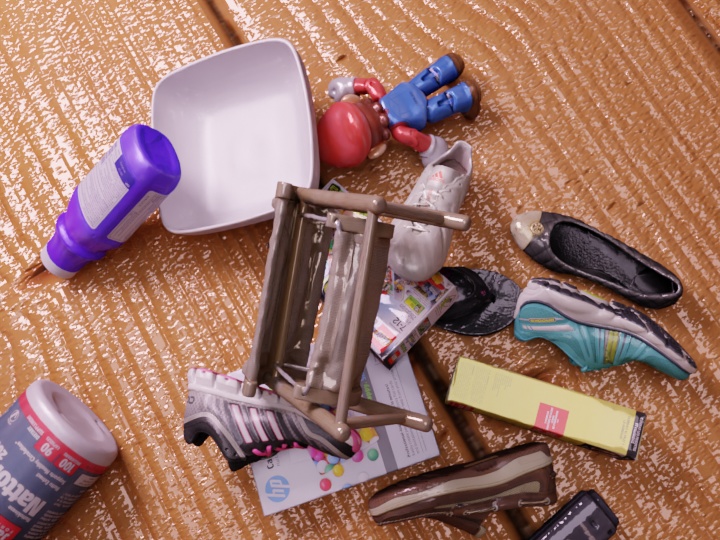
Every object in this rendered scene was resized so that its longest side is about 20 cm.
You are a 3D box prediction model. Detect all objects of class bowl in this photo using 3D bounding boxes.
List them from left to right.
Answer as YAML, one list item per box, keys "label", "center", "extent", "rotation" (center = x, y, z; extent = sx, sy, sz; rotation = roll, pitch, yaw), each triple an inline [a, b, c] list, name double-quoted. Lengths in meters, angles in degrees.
- label: "bowl"
  center: [-0.133, -0.143, 0.904]
  extent: [0.196, 0.074, 0.204]
  rotation: [-13, 76, 19]

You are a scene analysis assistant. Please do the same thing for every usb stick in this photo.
- label: "usb stick"
  center: [0.180, 0.308, 0.824]
  extent: [0.199, 0.033, 0.056]
  rotation: [-40, 77, -5]

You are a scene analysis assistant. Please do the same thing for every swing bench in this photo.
- label: "swing bench"
  center: [-0.025, 0.029, 0.746]
  extent: [0.198, 0.128, 0.203]
  rotation: [13, 94, 45]

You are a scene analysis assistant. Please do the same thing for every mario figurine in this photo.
- label: "mario figurine"
  center: [0.035, -0.175, 0.930]
  extent: [0.197, 0.107, 0.124]
  rotation: [-25, 41, -12]

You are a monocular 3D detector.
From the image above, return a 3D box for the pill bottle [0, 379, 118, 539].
- label: "pill bottle"
  center: [-0.363, 0.227, 0.835]
  extent: [0.119, 0.120, 0.200]
  rotation: [41, 84, 11]

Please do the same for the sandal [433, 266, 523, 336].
- label: "sandal"
  center: [0.083, 0.024, 0.883]
  extent: [0.196, 0.048, 0.077]
  rotation: [10, 78, 6]

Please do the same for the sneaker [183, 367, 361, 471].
- label: "sneaker"
  center: [-0.097, 0.167, 0.814]
  extent: [0.196, 0.074, 0.089]
  rotation: [16, 80, 12]

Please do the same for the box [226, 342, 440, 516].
- label: "box"
  center: [-0.030, 0.156, 0.868]
  extent: [0.196, 0.041, 0.159]
  rotation: [-18, 77, 1]

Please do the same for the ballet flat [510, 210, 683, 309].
- label: "ballet flat"
  center: [0.259, -0.019, 0.876]
  extent: [0.197, 0.057, 0.067]
  rotation: [24, 79, 8]

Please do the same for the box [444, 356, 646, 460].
- label: "box"
  center: [0.189, 0.145, 0.838]
  extent: [0.196, 0.075, 0.051]
  rotation: [18, 79, 6]

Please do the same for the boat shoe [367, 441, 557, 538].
- label: "boat shoe"
  center: [0.109, 0.240, 0.824]
  extent: [0.198, 0.075, 0.076]
  rotation: [-16, 83, 0]

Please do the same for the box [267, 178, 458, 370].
- label: "box"
  center: [0.000, 0.000, 0.874]
  extent: [0.110, 0.035, 0.200]
  rotation: [-44, 63, -7]

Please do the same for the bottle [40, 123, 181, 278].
- label: "bottle"
  center: [-0.280, -0.069, 0.885]
  extent: [0.199, 0.065, 0.084]
  rotation: [-41, 55, 23]

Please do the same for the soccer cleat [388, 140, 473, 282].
- label: "soccer cleat"
  center: [0.075, -0.067, 0.844]
  extent: [0.068, 0.078, 0.201]
  rotation: [21, 41, 6]

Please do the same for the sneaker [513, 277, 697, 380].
- label: "sneaker"
  center: [0.260, 0.073, 0.860]
  extent: [0.197, 0.078, 0.081]
  rotation: [22, 106, 6]
